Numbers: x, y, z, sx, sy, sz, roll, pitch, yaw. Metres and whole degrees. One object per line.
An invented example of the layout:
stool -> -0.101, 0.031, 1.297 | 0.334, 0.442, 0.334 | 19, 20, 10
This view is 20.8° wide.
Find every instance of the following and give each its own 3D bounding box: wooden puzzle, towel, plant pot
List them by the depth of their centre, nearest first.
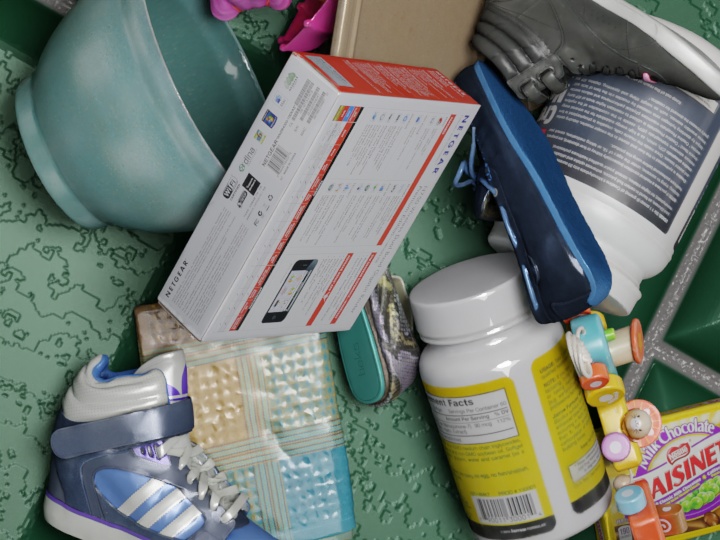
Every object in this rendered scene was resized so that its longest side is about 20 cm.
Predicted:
plant pot -> -0.159, -0.109, 1.385 | 0.133, 0.200, 0.202 | -24, 98, 14
wooden puzzle -> 0.038, -0.200, 1.392 | 0.184, 0.037, 0.202 | -6, 114, -53
towel -> -0.087, 0.115, 1.474 | 0.145, 0.022, 0.202 | -9, 92, -7

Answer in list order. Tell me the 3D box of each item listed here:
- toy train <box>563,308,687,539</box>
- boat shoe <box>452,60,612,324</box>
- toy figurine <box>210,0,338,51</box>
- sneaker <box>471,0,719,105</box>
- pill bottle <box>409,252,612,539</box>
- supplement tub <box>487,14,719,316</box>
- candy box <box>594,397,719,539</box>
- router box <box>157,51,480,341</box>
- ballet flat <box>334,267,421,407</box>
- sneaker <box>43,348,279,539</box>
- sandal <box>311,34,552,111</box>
toy train -> 0.201, 0.115, 1.457 | 0.055, 0.150, 0.202 | -16, 110, 6
boat shoe -> 0.106, -0.056, 1.401 | 0.068, 0.084, 0.201 | -34, 63, 24
toy figurine -> -0.071, -0.243, 1.381 | 0.198, 0.150, 0.186 | -8, 110, 12
sneaker -> 0.168, -0.150, 1.413 | 0.199, 0.071, 0.100 | 33, 99, 16
pill bottle -> 0.110, 0.097, 1.472 | 0.113, 0.114, 0.202 | -22, 106, -14
supplement tub -> 0.195, -0.083, 1.492 | 0.140, 0.140, 0.201 | 30, 83, -13
candy box -> 0.277, 0.158, 1.577 | 0.198, 0.026, 0.103 | -13, 90, -15
router box -> -0.026, -0.047, 1.345 | 0.049, 0.179, 0.201 | 41, 112, 26
ballet flat -> 0.000, 0.000, 1.488 | 0.071, 0.072, 0.202 | -18, 96, -14
sneaker -> -0.127, 0.135, 1.414 | 0.198, 0.081, 0.148 | 17, 98, 9
sandal -> 0.054, -0.160, 1.497 | 0.198, 0.055, 0.083 | -5, 107, -14
